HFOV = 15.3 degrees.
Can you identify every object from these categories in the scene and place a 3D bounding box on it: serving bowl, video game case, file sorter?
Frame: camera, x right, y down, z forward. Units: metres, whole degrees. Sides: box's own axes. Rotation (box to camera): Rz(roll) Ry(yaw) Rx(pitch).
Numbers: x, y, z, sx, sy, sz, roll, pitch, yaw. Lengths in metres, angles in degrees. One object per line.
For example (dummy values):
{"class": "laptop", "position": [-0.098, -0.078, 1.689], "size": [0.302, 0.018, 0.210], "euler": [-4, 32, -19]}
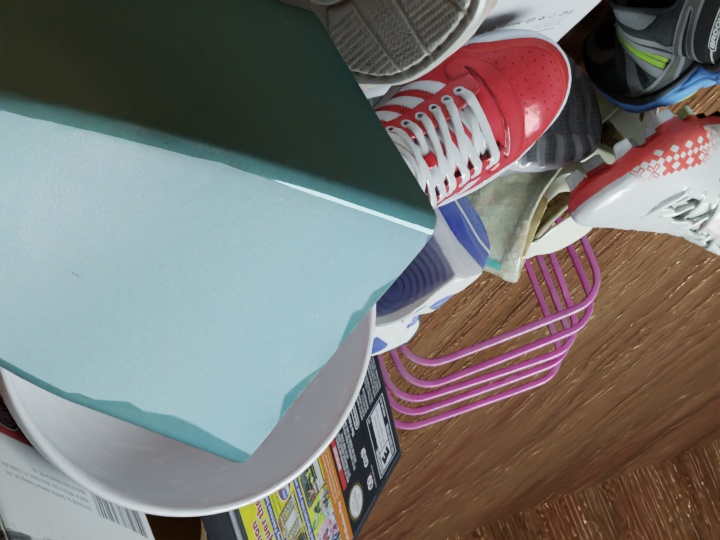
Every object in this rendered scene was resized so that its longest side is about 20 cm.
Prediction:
{"class": "serving bowl", "position": [-0.094, 0.017, 1.286], "size": [0.199, 0.202, 0.066], "euler": [-16, -176, -26]}
{"class": "video game case", "position": [-0.037, 0.101, 1.546], "size": [0.025, 0.181, 0.201], "euler": [9, 137, 24]}
{"class": "file sorter", "position": [0.062, 0.009, 1.644], "size": [0.138, 0.126, 0.200], "euler": [-20, 168, -7]}

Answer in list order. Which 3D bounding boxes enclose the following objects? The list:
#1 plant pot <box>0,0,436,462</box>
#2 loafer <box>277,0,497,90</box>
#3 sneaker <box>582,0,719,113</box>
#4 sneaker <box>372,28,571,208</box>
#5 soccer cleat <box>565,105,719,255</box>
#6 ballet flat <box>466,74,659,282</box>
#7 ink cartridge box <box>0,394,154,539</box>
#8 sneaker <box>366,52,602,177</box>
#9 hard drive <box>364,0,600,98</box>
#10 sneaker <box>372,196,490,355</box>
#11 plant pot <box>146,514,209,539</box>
{"class": "plant pot", "position": [-0.105, -0.039, 1.055], "size": [0.199, 0.142, 0.141], "euler": [19, 120, -41]}
{"class": "loafer", "position": [-0.002, -0.112, 1.195], "size": [0.200, 0.072, 0.063], "euler": [-26, -175, 46]}
{"class": "sneaker", "position": [0.163, -0.133, 1.370], "size": [0.071, 0.083, 0.200], "euler": [-41, -173, -13]}
{"class": "sneaker", "position": [0.025, -0.053, 1.231], "size": [0.199, 0.072, 0.112], "euler": [-29, -170, -13]}
{"class": "soccer cleat", "position": [0.183, -0.042, 1.430], "size": [0.068, 0.086, 0.200], "euler": [-33, 172, 36]}
{"class": "ballet flat", "position": [0.122, -0.055, 1.471], "size": [0.200, 0.062, 0.068], "euler": [-41, 152, -33]}
{"class": "ink cartridge box", "position": [-0.154, 0.156, 1.250], "size": [0.083, 0.201, 0.147], "euler": [-36, 145, 15]}
{"class": "sneaker", "position": [0.033, -0.078, 1.394], "size": [0.199, 0.075, 0.082], "euler": [-4, 169, -27]}
{"class": "hard drive", "position": [0.078, -0.142, 1.270], "size": [0.131, 0.026, 0.200], "euler": [-15, 165, -30]}
{"class": "sneaker", "position": [0.000, 0.000, 1.393], "size": [0.199, 0.081, 0.115], "euler": [-30, 172, 41]}
{"class": "plant pot", "position": [-0.098, 0.083, 1.618], "size": [0.200, 0.187, 0.186], "euler": [-28, 175, -45]}
